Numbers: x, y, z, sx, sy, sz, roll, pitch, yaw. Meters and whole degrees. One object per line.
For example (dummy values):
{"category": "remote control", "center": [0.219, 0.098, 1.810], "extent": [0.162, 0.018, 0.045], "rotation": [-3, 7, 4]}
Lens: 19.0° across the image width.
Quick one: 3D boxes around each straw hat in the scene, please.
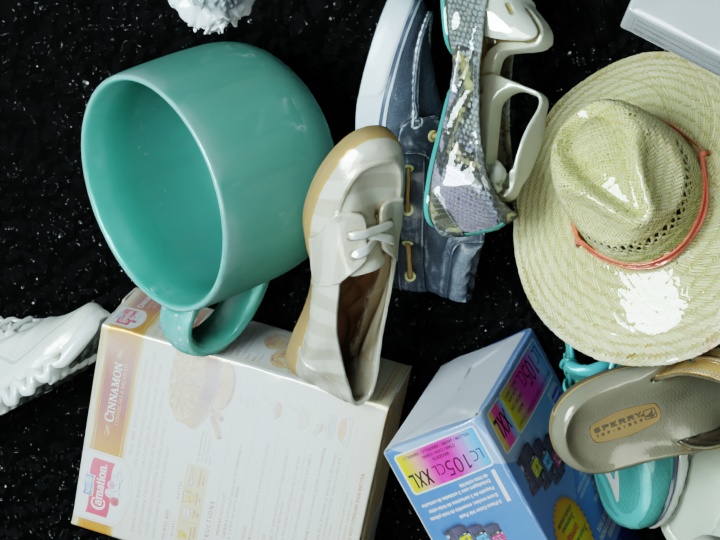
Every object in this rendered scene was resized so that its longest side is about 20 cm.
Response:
{"category": "straw hat", "center": [0.154, -0.051, 1.251], "extent": [0.200, 0.085, 0.203], "rotation": [-11, 66, 26]}

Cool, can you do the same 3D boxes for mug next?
{"category": "mug", "center": [-0.091, -0.056, 1.351], "extent": [0.153, 0.114, 0.185], "rotation": [55, 144, 16]}

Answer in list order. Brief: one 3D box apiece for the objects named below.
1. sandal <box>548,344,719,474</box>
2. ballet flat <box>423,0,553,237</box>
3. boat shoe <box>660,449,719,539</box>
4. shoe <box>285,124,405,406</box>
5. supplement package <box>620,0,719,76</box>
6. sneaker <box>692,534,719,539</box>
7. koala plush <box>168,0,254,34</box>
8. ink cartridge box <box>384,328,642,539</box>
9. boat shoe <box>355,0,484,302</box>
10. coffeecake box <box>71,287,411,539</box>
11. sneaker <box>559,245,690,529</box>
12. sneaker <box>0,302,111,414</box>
{"category": "sandal", "center": [0.208, 0.073, 1.280], "extent": [0.199, 0.054, 0.081], "rotation": [-24, 106, 7]}
{"category": "ballet flat", "center": [0.082, -0.119, 1.287], "extent": [0.071, 0.072, 0.202], "rotation": [3, 84, 13]}
{"category": "boat shoe", "center": [0.262, 0.094, 1.353], "extent": [0.072, 0.060, 0.203], "rotation": [48, 118, 38]}
{"category": "shoe", "center": [0.000, 0.000, 1.313], "extent": [0.053, 0.070, 0.201], "rotation": [46, 141, 34]}
{"category": "supplement package", "center": [0.256, -0.194, 1.184], "extent": [0.155, 0.111, 0.201], "rotation": [27, 93, 4]}
{"category": "sneaker", "center": [0.276, 0.186, 1.337], "extent": [0.093, 0.071, 0.199], "rotation": [-43, 138, 17]}
{"category": "koala plush", "center": [-0.070, -0.237, 1.238], "extent": [0.182, 0.200, 0.179], "rotation": [9, 112, 11]}
{"category": "ink cartridge box", "center": [0.108, 0.159, 1.374], "extent": [0.076, 0.137, 0.201], "rotation": [-21, 104, 26]}
{"category": "boat shoe", "center": [0.045, -0.077, 1.344], "extent": [0.090, 0.071, 0.202], "rotation": [13, 120, 9]}
{"category": "coffeecake box", "center": [-0.081, 0.117, 1.443], "extent": [0.198, 0.073, 0.155], "rotation": [16, 113, 9]}
{"category": "sneaker", "center": [0.155, 0.069, 1.350], "extent": [0.077, 0.079, 0.202], "rotation": [3, 107, 43]}
{"category": "sneaker", "center": [-0.255, 0.062, 1.470], "extent": [0.199, 0.075, 0.082], "rotation": [-27, 89, 26]}
